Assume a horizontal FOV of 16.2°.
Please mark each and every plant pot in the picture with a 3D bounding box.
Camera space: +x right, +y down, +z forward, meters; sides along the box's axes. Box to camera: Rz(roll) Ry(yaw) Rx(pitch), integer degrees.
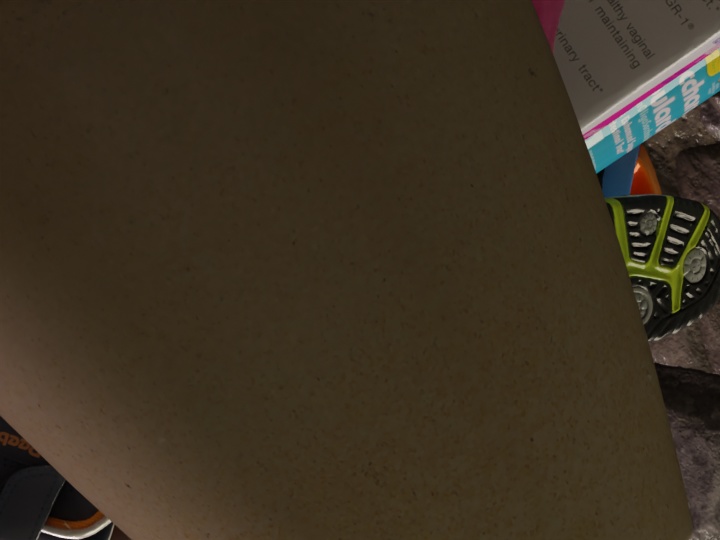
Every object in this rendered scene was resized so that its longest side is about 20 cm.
[{"bbox_3d":[-0.011,0.005,0.620,0.187,0.201,0.187,-33,179,-1],"label":"plant pot"}]

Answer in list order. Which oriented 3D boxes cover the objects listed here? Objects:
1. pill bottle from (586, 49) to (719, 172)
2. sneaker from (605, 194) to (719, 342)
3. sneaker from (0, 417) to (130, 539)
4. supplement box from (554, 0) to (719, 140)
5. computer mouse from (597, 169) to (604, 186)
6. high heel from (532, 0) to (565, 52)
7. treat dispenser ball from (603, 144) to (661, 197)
[{"bbox_3d":[0.125,-0.122,1.126,0.199,0.111,0.111,-34,178,-3],"label":"pill bottle"},{"bbox_3d":[0.084,0.004,1.199,0.199,0.076,0.076,-12,-166,-23],"label":"sneaker"},{"bbox_3d":[-0.133,0.074,0.891,0.199,0.080,0.079,5,142,-26],"label":"sneaker"},{"bbox_3d":[0.084,-0.111,0.838,0.200,0.104,0.101,-36,177,12],"label":"supplement box"},{"bbox_3d":[0.109,-0.092,1.209,0.058,0.034,0.201,-4,-129,22],"label":"computer mouse"},{"bbox_3d":[0.051,-0.059,0.728,0.201,0.096,0.067,-65,-153,3],"label":"high heel"},{"bbox_3d":[0.061,-0.018,1.328,0.200,0.201,0.201,-33,178,-1],"label":"treat dispenser ball"}]
